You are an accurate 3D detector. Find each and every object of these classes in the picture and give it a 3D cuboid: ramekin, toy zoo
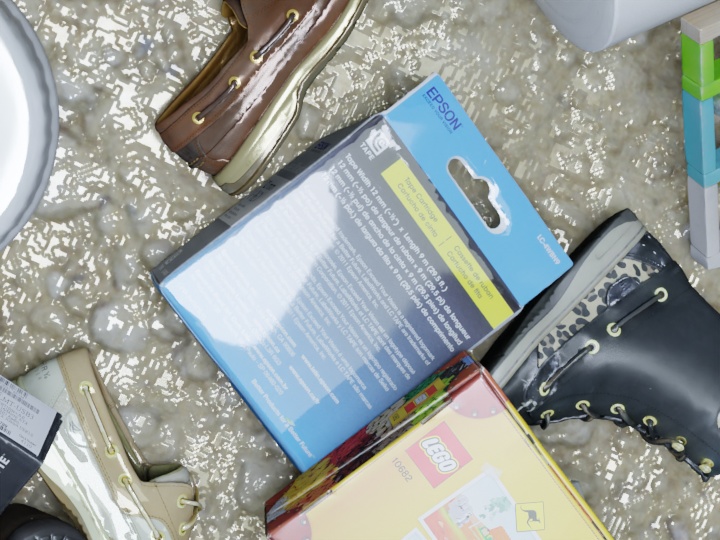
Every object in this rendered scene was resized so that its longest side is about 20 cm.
[{"bbox_3d":[-0.262,-0.080,1.035,0.200,0.098,0.201,-1,97,-11],"label":"ramekin"},{"bbox_3d":[0.250,-0.083,1.131,0.131,0.020,0.200,-25,130,-17],"label":"toy zoo"}]

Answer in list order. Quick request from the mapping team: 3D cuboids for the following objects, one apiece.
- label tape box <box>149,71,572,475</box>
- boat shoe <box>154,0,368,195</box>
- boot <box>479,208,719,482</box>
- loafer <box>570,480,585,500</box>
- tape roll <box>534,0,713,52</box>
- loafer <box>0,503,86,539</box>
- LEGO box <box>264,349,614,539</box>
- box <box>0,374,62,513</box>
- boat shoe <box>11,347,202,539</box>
[{"bbox_3d":[0.000,0.000,1.112,0.200,0.066,0.143,-38,102,-7],"label":"label tape box"},{"bbox_3d":[-0.045,-0.142,1.084,0.068,0.072,0.200,31,92,-14],"label":"boat shoe"},{"bbox_3d":[0.147,0.084,1.133,0.154,0.073,0.204,40,84,-2],"label":"boot"},{"bbox_3d":[0.158,0.219,1.162,0.070,0.070,0.200,-34,101,3],"label":"loafer"},{"bbox_3d":[0.151,-0.237,1.046,0.139,0.203,0.203,-25,100,-8],"label":"tape roll"},{"bbox_3d":[-0.201,0.221,1.098,0.073,0.071,0.200,10,109,-30],"label":"loafer"},{"bbox_3d":[0.063,0.170,1.061,0.149,0.077,0.200,-37,96,0],"label":"LEGO box"},{"bbox_3d":[-0.294,0.096,1.025,0.198,0.050,0.200,35,121,-11],"label":"box"},{"bbox_3d":[-0.126,0.134,1.096,0.066,0.074,0.200,-35,101,0],"label":"boat shoe"}]
